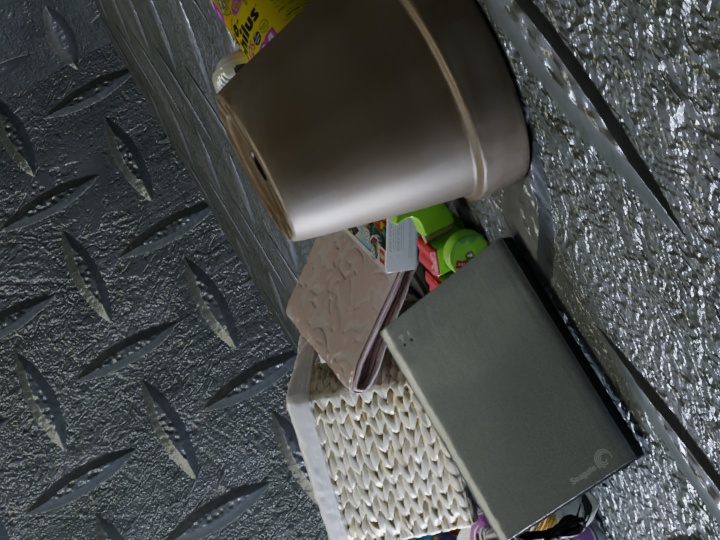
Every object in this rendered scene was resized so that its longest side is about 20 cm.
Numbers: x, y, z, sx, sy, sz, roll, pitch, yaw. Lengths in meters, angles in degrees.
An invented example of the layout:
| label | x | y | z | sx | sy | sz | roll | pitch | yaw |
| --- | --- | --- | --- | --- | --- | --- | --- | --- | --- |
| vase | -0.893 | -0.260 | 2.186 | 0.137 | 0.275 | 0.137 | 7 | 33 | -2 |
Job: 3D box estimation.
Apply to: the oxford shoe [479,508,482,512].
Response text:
| label | x | y | z | sx | sy | sz | roll | pitch | yaw |
| --- | --- | --- | --- | --- | --- | --- | --- | --- | --- |
| oxford shoe | 0.181 | 0.247 | 1.508 | 0.200 | 0.070 | 0.072 | 45 | 137 | 50 |

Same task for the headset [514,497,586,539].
| label | x | y | z | sx | sy | sz | roll | pitch | yaw |
| --- | --- | --- | --- | --- | --- | --- | --- | --- | --- |
| headset | 0.143 | 0.130 | 1.203 | 0.124 | 0.093 | 0.203 | 130 | 122 | -81 |

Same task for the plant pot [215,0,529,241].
| label | x | y | z | sx | sy | sz | roll | pitch | yaw |
| --- | --- | --- | --- | --- | --- | --- | --- | --- | --- |
| plant pot | -0.003 | -0.114 | 1.013 | 0.201 | 0.172 | 0.200 | 59 | 170 | 16 |

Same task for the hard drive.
| label | x | y | z | sx | sy | sz | roll | pitch | yaw |
| --- | --- | --- | --- | --- | --- | --- | --- | --- | --- |
| hard drive | 0.118 | 0.096 | 1.138 | 0.033 | 0.139 | 0.202 | -7 | -117 | -59 |

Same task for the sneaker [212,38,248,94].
| label | x | y | z | sx | sy | sz | roll | pitch | yaw |
| --- | --- | --- | --- | --- | --- | --- | --- | --- | --- |
| sneaker | -0.100 | -0.234 | 1.371 | 0.199 | 0.079 | 0.131 | -22 | -90 | -61 |

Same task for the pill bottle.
| label | x | y | z | sx | sy | sz | roll | pitch | yaw |
| --- | --- | --- | --- | --- | --- | --- | --- | --- | --- |
| pill bottle | -0.069 | -0.233 | 1.253 | 0.201 | 0.103 | 0.105 | 56 | 170 | 32 |

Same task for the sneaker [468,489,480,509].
| label | x | y | z | sx | sy | sz | roll | pitch | yaw |
| --- | --- | --- | --- | --- | --- | --- | --- | --- | --- |
| sneaker | 0.137 | 0.184 | 1.418 | 0.079 | 0.088 | 0.200 | 65 | 176 | -24 |

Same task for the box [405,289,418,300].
| label | x | y | z | sx | sy | sz | roll | pitch | yaw |
| --- | --- | --- | --- | --- | --- | --- | --- | --- | --- |
| box | 0.065 | 0.133 | 1.670 | 0.202 | 0.094 | 0.103 | 64 | 171 | -24 |

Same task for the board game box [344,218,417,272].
| label | x | y | z | sx | sy | sz | roll | pitch | yaw |
| --- | --- | --- | --- | --- | --- | --- | --- | --- | --- |
| board game box | 0.004 | -0.093 | 1.353 | 0.200 | 0.034 | 0.128 | -135 | 42 | -61 |

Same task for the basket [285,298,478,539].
| label | x | y | z | sx | sy | sz | roll | pitch | yaw |
| --- | --- | --- | --- | --- | --- | --- | --- | --- | --- |
| basket | 0.028 | 0.154 | 1.498 | 0.199 | 0.158 | 0.202 | -78 | -27 | -64 |

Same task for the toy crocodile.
| label | x | y | z | sx | sy | sz | roll | pitch | yaw |
| --- | --- | --- | --- | --- | --- | --- | --- | --- | --- |
| toy crocodile | 0.087 | 0.013 | 1.265 | 0.202 | 0.061 | 0.068 | 65 | 170 | -30 |

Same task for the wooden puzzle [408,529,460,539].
| label | x | y | z | sx | sy | sz | roll | pitch | yaw |
| --- | --- | --- | --- | --- | --- | --- | --- | --- | --- |
| wooden puzzle | 0.128 | 0.330 | 1.652 | 0.184 | 0.038 | 0.199 | 26 | -170 | 33 |

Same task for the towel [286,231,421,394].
| label | x | y | z | sx | sy | sz | roll | pitch | yaw |
| --- | --- | --- | --- | --- | --- | --- | --- | --- | --- |
| towel | 0.000 | 0.000 | 1.424 | 0.032 | 0.193 | 0.200 | 20 | -169 | -26 |

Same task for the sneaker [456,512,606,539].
| label | x | y | z | sx | sy | sz | roll | pitch | yaw |
| --- | --- | --- | --- | --- | --- | --- | --- | --- | --- |
| sneaker | 0.136 | 0.272 | 1.414 | 0.199 | 0.113 | 0.074 | -19 | 75 | 53 |

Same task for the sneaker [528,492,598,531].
| label | x | y | z | sx | sy | sz | roll | pitch | yaw |
| --- | --- | --- | --- | --- | --- | --- | --- | --- | --- |
| sneaker | 0.147 | 0.164 | 1.316 | 0.076 | 0.087 | 0.201 | -57 | 45 | 36 |
